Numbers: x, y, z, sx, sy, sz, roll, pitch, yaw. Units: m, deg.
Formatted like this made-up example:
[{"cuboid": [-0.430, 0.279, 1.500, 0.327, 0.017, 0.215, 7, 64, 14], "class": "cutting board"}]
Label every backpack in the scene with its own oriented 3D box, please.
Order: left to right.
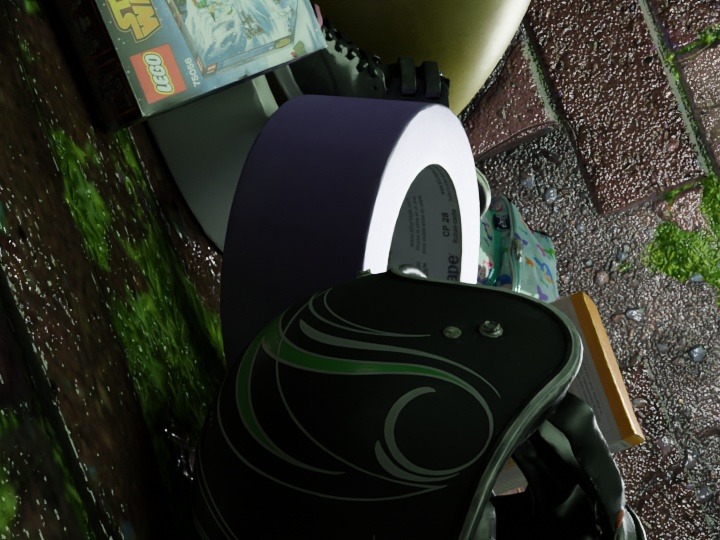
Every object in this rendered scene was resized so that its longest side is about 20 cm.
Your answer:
[{"cuboid": [0.099, 0.036, 1.375, 0.150, 0.177, 0.201, 35, 33, -34], "class": "backpack"}]

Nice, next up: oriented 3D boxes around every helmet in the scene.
[{"cuboid": [0.018, 0.096, 0.664, 0.199, 0.190, 0.201, -15, 111, -46], "class": "helmet"}]

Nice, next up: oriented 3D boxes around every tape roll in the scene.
[{"cuboid": [-0.082, -0.111, 0.937, 0.202, 0.070, 0.203, -22, 90, -81], "class": "tape roll"}, {"cuboid": [0.000, 0.000, 0.850, 0.200, 0.085, 0.201, 6, 90, -68], "class": "tape roll"}]

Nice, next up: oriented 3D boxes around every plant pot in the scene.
[{"cuboid": [0.025, -0.181, 1.034, 0.200, 0.199, 0.143, -93, -170, -64], "class": "plant pot"}]

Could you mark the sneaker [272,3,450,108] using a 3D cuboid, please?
[{"cuboid": [0.000, -0.132, 0.934, 0.071, 0.099, 0.201, -93, 159, -59], "class": "sneaker"}]

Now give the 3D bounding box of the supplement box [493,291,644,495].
[{"cuboid": [0.118, 0.114, 1.201, 0.074, 0.199, 0.127, 32, 39, -70], "class": "supplement box"}]

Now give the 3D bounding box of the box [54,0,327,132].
[{"cuboid": [-0.112, -0.191, 0.785, 0.137, 0.040, 0.201, -27, 98, -39], "class": "box"}]

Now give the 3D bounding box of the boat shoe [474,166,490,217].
[{"cuboid": [0.000, -0.071, 1.084, 0.062, 0.199, 0.075, -78, -170, -48], "class": "boat shoe"}]
